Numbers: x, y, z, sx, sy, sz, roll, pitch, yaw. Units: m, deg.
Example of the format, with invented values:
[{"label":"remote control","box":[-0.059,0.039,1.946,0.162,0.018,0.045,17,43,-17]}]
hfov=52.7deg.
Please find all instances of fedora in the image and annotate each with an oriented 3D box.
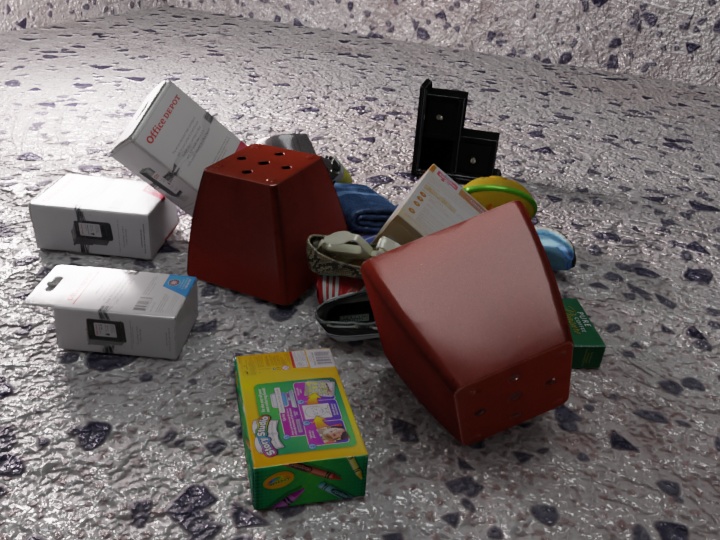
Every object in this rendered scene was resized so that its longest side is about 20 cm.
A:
[{"label":"fedora","box":[-0.147,-0.195,1.344,0.177,0.090,0.200,-12,-9,-23]}]

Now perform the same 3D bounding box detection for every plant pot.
[{"label":"plant pot","box":[0.136,0.076,0.834,0.200,0.200,0.176,-21,50,-4]},{"label":"plant pot","box":[-0.147,-0.089,1.144,0.200,0.177,0.200,15,34,26]}]

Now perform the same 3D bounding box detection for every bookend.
[{"label":"bookend","box":[0.223,-0.301,1.595,0.200,0.199,0.092,10,26,9]}]

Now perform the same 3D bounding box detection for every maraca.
[{"label":"maraca","box":[0.223,-0.120,1.336,0.200,0.137,0.107,7,62,4]}]

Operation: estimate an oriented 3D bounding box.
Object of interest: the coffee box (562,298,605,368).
[{"label":"coffee box","box":[0.228,0.087,1.024,0.200,0.044,0.123,0,30,-7]}]

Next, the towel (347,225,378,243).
[{"label":"towel","box":[-0.063,-0.059,1.293,0.145,0.024,0.200,-24,37,-39]}]

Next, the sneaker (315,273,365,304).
[{"label":"sneaker","box":[0.000,0.000,1.125,0.115,0.078,0.200,16,29,19]}]

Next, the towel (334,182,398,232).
[{"label":"towel","box":[0.000,-0.122,1.355,0.111,0.049,0.200,2,21,-21]}]

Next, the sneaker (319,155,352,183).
[{"label":"sneaker","box":[-0.104,-0.193,1.498,0.200,0.078,0.090,13,-5,35]}]

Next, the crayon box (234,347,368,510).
[{"label":"crayon box","box":[-0.073,0.168,0.813,0.119,0.058,0.200,-3,29,-13]}]

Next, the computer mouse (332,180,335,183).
[{"label":"computer mouse","box":[-0.142,-0.125,1.314,0.200,0.053,0.138,-17,-7,6]}]

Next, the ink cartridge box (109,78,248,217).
[{"label":"ink cartridge box","box":[-0.294,-0.196,1.222,0.085,0.200,0.146,-17,43,44]}]

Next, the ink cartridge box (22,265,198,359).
[{"label":"ink cartridge box","box":[-0.332,0.054,0.985,0.200,0.067,0.116,5,28,1]}]

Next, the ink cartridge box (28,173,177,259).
[{"label":"ink cartridge box","box":[-0.430,-0.094,1.235,0.200,0.084,0.145,6,28,3]}]

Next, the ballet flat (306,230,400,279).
[{"label":"ballet flat","box":[0.008,-0.020,1.036,0.200,0.075,0.068,9,46,23]}]

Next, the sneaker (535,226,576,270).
[{"label":"sneaker","box":[0.267,-0.028,1.243,0.200,0.078,0.090,14,46,28]}]

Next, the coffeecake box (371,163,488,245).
[{"label":"coffeecake box","box":[0.124,-0.059,1.132,0.153,0.073,0.200,40,36,-3]}]

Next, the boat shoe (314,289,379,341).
[{"label":"boat shoe","box":[0.036,0.048,0.977,0.199,0.068,0.074,-6,65,17]}]
